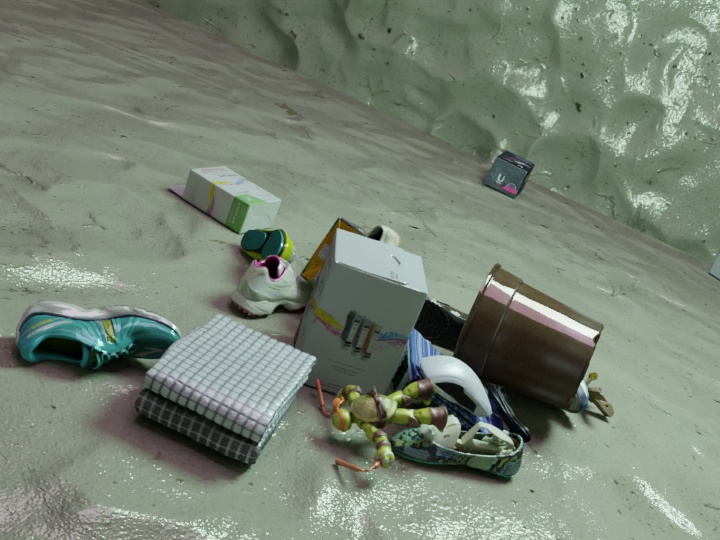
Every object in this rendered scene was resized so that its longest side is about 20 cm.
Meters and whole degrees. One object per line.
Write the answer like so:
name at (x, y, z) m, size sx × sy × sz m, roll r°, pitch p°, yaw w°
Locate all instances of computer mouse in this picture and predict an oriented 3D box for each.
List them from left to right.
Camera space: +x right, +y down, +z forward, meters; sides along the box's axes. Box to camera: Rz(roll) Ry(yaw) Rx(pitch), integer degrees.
computer mouse at (0.167, 0.175, 1.214) m, size 0.200 × 0.044 × 0.110 m, roll 34°, pitch 23°, yaw -30°

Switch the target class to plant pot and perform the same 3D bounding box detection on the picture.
plant pot at (0.274, 0.117, 1.358) m, size 0.197 × 0.201 × 0.200 m, roll 23°, pitch 20°, yaw 16°

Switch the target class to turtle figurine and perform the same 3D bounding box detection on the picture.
turtle figurine at (0.024, 0.183, 1.117) m, size 0.160 × 0.065 × 0.200 m, roll -8°, pitch 27°, yaw -19°

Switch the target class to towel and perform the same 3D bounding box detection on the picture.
towel at (-0.166, 0.146, 1.051) m, size 0.165 × 0.086 × 0.200 m, roll 23°, pitch 22°, yaw 6°
towel at (0.146, 0.178, 1.257) m, size 0.200 × 0.024 × 0.145 m, roll 41°, pitch 21°, yaw -17°

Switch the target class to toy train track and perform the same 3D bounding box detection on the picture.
toy train track at (0.385, 0.176, 1.482) m, size 0.200 × 0.033 × 0.115 m, roll 48°, pitch -10°, yaw -7°

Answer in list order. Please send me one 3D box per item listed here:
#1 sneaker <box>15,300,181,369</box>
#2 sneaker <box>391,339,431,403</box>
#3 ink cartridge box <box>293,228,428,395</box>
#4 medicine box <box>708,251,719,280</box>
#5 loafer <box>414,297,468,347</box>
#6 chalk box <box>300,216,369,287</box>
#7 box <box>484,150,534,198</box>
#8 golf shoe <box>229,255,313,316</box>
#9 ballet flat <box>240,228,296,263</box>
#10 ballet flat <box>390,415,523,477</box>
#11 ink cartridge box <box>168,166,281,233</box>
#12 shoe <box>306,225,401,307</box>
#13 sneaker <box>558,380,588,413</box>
sneaker at (-0.325, 0.094, 1.047) m, size 0.199 × 0.078 × 0.080 m, roll 4°, pitch 35°, yaw -19°
sneaker at (0.091, 0.149, 1.330) m, size 0.081 × 0.075 × 0.200 m, roll 26°, pitch 19°, yaw -15°
ink cartridge box at (-0.004, 0.066, 1.242) m, size 0.144 × 0.201 × 0.145 m, roll 19°, pitch 20°, yaw -9°
medicine box at (1.343, -0.038, 2.913) m, size 0.199 × 0.183 × 0.103 m, roll 7°, pitch 25°, yaw -37°
loafer at (0.151, 0.097, 1.530) m, size 0.199 × 0.073 × 0.071 m, roll 26°, pitch 10°, yaw -5°
chalk box at (0.000, 0.000, 1.467) m, size 0.125 × 0.124 × 0.200 m, roll 36°, pitch 4°, yaw 14°
box at (0.518, -0.334, 2.902) m, size 0.122 × 0.106 × 0.200 m, roll 28°, pitch 21°, yaw 11°
golf shoe at (-0.129, 0.018, 1.390) m, size 0.075 × 0.092 × 0.200 m, roll 30°, pitch 20°, yaw 22°
ballet flat at (-0.152, -0.038, 1.494) m, size 0.067 × 0.067 × 0.200 m, roll 30°, pitch -7°, yaw -27°
ballet flat at (0.140, 0.235, 1.163) m, size 0.199 × 0.075 × 0.074 m, roll 14°, pitch 22°, yaw -22°
ink cartridge box at (-0.276, -0.155, 1.696) m, size 0.199 × 0.068 × 0.117 m, roll 31°, pitch 22°, yaw 20°
shoe at (-0.019, 0.004, 1.336) m, size 0.070 × 0.200 × 0.053 m, roll 45°, pitch 5°, yaw 22°
sneaker at (0.306, 0.192, 1.457) m, size 0.085 × 0.077 × 0.200 m, roll -7°, pitch 27°, yaw -35°
